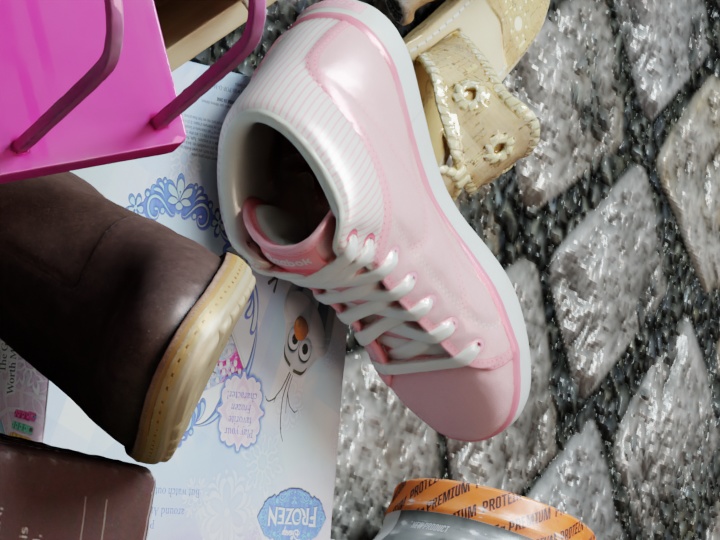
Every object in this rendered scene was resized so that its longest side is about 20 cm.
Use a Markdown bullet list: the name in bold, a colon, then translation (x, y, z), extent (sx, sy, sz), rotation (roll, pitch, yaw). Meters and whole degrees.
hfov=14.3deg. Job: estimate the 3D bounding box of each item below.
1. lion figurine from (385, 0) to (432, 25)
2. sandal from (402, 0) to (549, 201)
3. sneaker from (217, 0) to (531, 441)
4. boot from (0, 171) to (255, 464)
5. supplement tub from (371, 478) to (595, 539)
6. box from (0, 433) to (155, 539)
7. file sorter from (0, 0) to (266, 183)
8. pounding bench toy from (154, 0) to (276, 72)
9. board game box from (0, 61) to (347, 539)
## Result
- **lion figurine**: translation (0.069, -0.170, 1.267), extent (0.122, 0.200, 0.073), rotation (-30, 98, -18)
- **sandal**: translation (0.055, -0.080, 1.322), extent (0.212, 0.069, 0.078), rotation (-58, 136, -35)
- **sneaker**: translation (0.000, 0.000, 1.166), extent (0.105, 0.075, 0.201), rotation (-48, 123, -50)
- **boot**: translation (-0.124, -0.008, 0.923), extent (0.166, 0.200, 0.073), rotation (27, 92, -11)
- **supplement tub**: translation (0.036, 0.202, 1.273), extent (0.122, 0.122, 0.201), rotation (37, 62, -51)
- **box**: translation (-0.194, 0.119, 0.873), extent (0.200, 0.165, 0.165), rotation (15, 85, -54)
- **file sorter**: translation (-0.143, -0.099, 0.818), extent (0.199, 0.125, 0.140), rotation (-12, 82, -23)
- **pounding bench toy**: translation (-0.114, -0.150, 1.033), extent (0.156, 0.200, 0.125), rotation (-36, 125, -11)
- **board game box**: translation (-0.075, 0.018, 1.161), extent (0.200, 0.043, 0.200), rotation (10, 83, -56)
